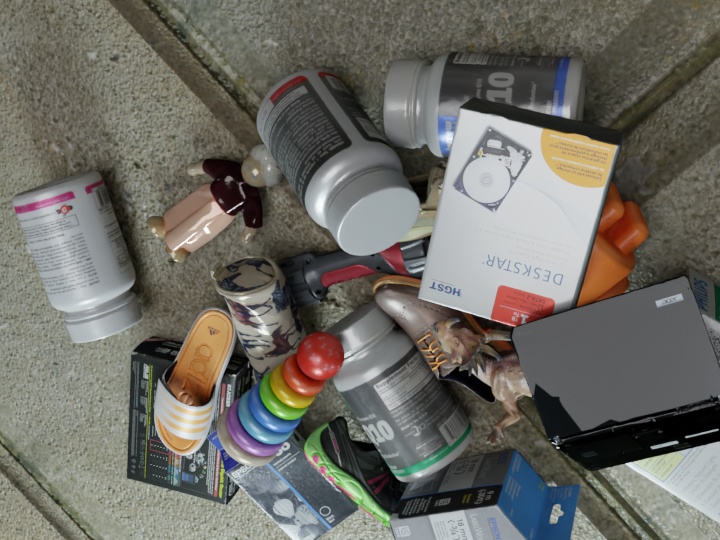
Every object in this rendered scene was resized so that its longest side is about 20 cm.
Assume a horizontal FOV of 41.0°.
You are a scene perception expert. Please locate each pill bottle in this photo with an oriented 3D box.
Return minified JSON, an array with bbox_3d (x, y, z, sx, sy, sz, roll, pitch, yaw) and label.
[{"bbox_3d":[-0.025,-0.117,1.043,0.114,0.114,0.200,-51,51,25],"label":"pill bottle"},{"bbox_3d":[0.039,0.142,1.160,0.113,0.113,0.200,-30,96,24],"label":"pill bottle"},{"bbox_3d":[-0.356,-0.017,1.231,0.113,0.113,0.200,-11,104,21],"label":"pill bottle"},{"bbox_3d":[0.132,-0.173,1.025,0.200,0.114,0.114,6,109,16],"label":"pill bottle"}]

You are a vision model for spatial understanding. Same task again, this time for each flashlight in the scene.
[{"bbox_3d":[0.000,0.000,1.154,0.200,0.068,0.068,-17,145,25],"label":"flashlight"}]

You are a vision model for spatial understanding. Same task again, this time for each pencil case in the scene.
[{"bbox_3d":[-0.116,0.070,1.167,0.089,0.078,0.200,-3,131,15],"label":"pencil case"}]

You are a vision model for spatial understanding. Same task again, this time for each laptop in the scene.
[{"bbox_3d":[0.270,0.111,0.953,0.177,0.200,0.103,-19,59,24],"label":"laptop"}]

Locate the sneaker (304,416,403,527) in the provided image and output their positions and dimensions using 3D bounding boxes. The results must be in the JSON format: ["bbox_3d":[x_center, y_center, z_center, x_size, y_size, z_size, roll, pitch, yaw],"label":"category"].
[{"bbox_3d":[0.021,0.261,1.221,0.200,0.077,0.084,44,77,-19],"label":"sneaker"}]

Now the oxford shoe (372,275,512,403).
[{"bbox_3d":[0.095,0.078,1.114,0.200,0.073,0.071,34,138,-10],"label":"oxford shoe"}]

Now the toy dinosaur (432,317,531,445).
[{"bbox_3d":[0.185,0.103,1.043,0.200,0.086,0.136,-10,124,9],"label":"toy dinosaur"}]

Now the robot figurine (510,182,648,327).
[{"bbox_3d":[0.215,-0.009,1.052,0.200,0.144,0.117,-44,60,25],"label":"robot figurine"}]

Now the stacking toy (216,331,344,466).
[{"bbox_3d":[-0.085,0.145,1.127,0.085,0.085,0.200,43,123,0],"label":"stacking toy"}]

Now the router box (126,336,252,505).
[{"bbox_3d":[-0.229,0.200,1.291,0.150,0.062,0.200,12,111,13],"label":"router box"}]

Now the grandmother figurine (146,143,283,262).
[{"bbox_3d":[-0.166,-0.085,1.180,0.200,0.061,0.121,-36,103,27],"label":"grandmother figurine"}]

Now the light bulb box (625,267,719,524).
[{"bbox_3d":[0.385,0.140,1.043,0.200,0.125,0.198,32,115,6],"label":"light bulb box"}]

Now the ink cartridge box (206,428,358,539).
[{"bbox_3d":[-0.100,0.264,1.248,0.099,0.039,0.200,-38,108,10],"label":"ink cartridge box"}]

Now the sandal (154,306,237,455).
[{"bbox_3d":[-0.216,0.141,1.200,0.079,0.059,0.207,23,107,9],"label":"sandal"}]

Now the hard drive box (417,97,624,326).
[{"bbox_3d":[0.157,-0.053,0.952,0.156,0.077,0.200,15,111,13],"label":"hard drive box"}]

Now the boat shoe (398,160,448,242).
[{"bbox_3d":[0.096,-0.083,1.052,0.200,0.072,0.065,-11,131,33],"label":"boat shoe"}]

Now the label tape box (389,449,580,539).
[{"bbox_3d":[0.151,0.276,1.152,0.200,0.144,0.063,-14,101,21],"label":"label tape box"}]
